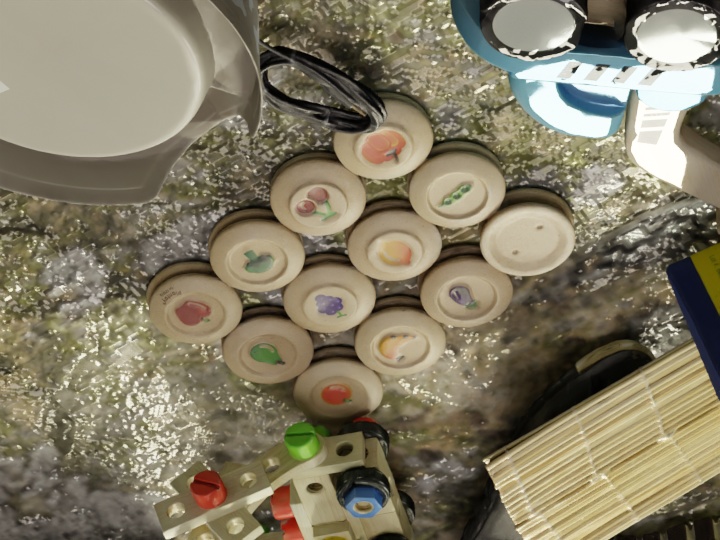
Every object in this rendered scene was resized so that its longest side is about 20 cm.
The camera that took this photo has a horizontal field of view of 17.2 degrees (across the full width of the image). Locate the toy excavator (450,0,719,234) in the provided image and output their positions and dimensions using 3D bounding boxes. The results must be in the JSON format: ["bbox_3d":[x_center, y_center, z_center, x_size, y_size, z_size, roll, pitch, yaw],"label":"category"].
[{"bbox_3d":[0.133,-0.097,1.123,0.194,0.100,0.200,5,145,-5],"label":"toy excavator"}]

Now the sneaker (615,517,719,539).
[{"bbox_3d":[0.196,0.206,1.415,0.199,0.076,0.116,-1,139,12],"label":"sneaker"}]

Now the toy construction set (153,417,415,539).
[{"bbox_3d":[-0.039,0.145,1.324,0.131,0.092,0.200,-10,150,10],"label":"toy construction set"}]

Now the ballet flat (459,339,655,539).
[{"bbox_3d":[0.104,0.110,1.339,0.066,0.057,0.200,25,121,-11],"label":"ballet flat"}]

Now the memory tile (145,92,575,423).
[{"bbox_3d":[0.000,0.000,1.245,0.153,0.017,0.200,32,123,-28],"label":"memory tile"}]

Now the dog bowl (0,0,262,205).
[{"bbox_3d":[-0.137,-0.111,1.077,0.199,0.059,0.200,8,145,5],"label":"dog bowl"}]

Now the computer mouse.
[{"bbox_3d":[-0.058,-0.127,1.113,0.059,0.034,0.200,-20,135,36],"label":"computer mouse"}]

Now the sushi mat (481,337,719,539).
[{"bbox_3d":[0.167,0.085,1.291,0.200,0.012,0.096,-30,128,-1],"label":"sushi mat"}]

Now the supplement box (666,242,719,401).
[{"bbox_3d":[0.274,0.026,1.199,0.200,0.109,0.110,-24,131,6],"label":"supplement box"}]
